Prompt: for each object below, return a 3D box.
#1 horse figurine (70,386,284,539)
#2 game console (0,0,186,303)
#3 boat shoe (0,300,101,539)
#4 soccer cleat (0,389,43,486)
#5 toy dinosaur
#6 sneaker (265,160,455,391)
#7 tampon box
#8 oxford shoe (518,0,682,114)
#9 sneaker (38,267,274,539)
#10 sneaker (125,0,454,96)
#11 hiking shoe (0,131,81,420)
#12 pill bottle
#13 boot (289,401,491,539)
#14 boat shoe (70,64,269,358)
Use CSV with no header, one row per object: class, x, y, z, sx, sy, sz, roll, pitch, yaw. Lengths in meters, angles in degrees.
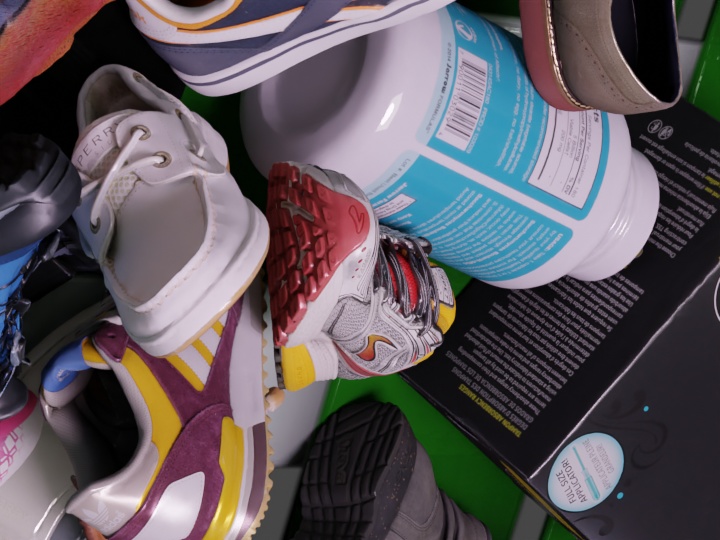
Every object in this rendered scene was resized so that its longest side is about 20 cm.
horse figurine,-0.091,0.138,1.315,0.133,0.050,0.200,-47,158,-46
game console,-0.193,-0.075,1.205,0.200,0.116,0.176,43,57,-41
boat shoe,-0.143,0.093,1.315,0.200,0.073,0.062,-55,174,-6
soccer cleat,-0.218,0.126,1.260,0.200,0.070,0.086,-31,112,-6
toy dinosaur,-0.107,-0.106,1.078,0.105,0.181,0.200,-6,94,-50
sneaker,0.000,0.000,1.241,0.082,0.200,0.078,-4,78,0
tampon box,0.152,0.040,1.426,0.200,0.126,0.150,-49,130,-2
oxford shoe,0.106,-0.163,1.231,0.070,0.075,0.200,-28,116,-34
sneaker,-0.093,0.030,1.223,0.090,0.200,0.075,20,131,-33
sneaker,-0.011,-0.143,1.188,0.200,0.079,0.079,-28,140,17
hiking shoe,-0.158,0.015,1.153,0.087,0.200,0.074,41,45,-12
pill bottle,0.049,-0.058,1.315,0.200,0.111,0.111,25,99,-40
boot,0.005,0.175,1.397,0.131,0.068,0.200,55,49,-37
boat shoe,-0.088,-0.029,1.129,0.071,0.200,0.069,-41,113,5
